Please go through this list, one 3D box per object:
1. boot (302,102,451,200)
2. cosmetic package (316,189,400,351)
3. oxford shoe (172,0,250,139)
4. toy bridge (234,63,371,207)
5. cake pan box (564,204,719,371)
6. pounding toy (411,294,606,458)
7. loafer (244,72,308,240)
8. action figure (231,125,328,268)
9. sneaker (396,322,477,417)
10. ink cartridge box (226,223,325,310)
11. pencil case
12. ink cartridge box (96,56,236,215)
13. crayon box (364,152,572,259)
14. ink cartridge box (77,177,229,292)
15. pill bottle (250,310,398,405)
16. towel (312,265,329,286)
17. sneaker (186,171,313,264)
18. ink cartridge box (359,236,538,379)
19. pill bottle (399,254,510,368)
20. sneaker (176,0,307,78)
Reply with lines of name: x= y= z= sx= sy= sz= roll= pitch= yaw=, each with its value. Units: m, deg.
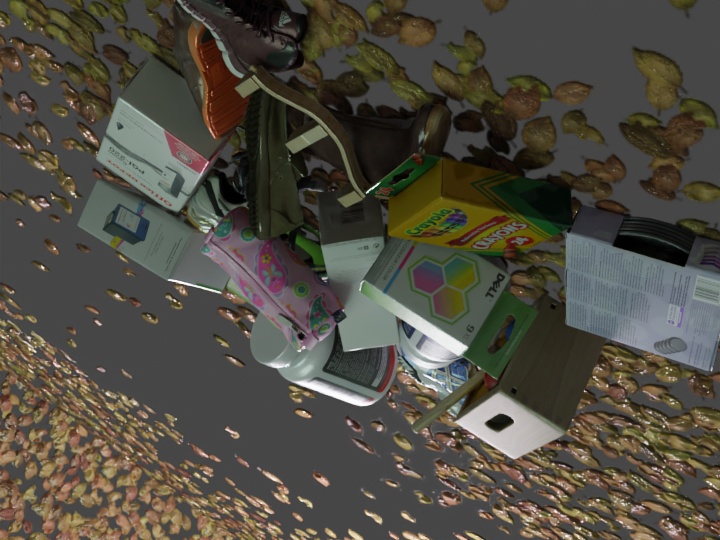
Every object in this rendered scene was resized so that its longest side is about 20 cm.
boot: x=0.010 y=-0.152 z=1.152 sx=0.166 sy=0.073 sz=0.200 roll=27 pitch=155 yaw=4
cosmetic package: x=0.000 y=0.000 z=1.322 sx=0.084 sy=0.108 sz=0.201 roll=-8 pitch=133 yaw=0
oxford shoe: x=-0.183 y=-0.244 z=1.218 sx=0.073 sy=0.071 sz=0.200 roll=40 pitch=153 yaw=26
toy bridge: x=-0.056 y=-0.157 z=1.137 sx=0.067 sy=0.027 sz=0.200 roll=-20 pitch=122 yaw=44
cake pan box: x=0.327 y=0.021 z=1.149 sx=0.183 sy=0.052 sz=0.200 roll=16 pitch=149 yaw=23
pounding toy: x=0.195 y=0.151 z=1.343 sx=0.142 sy=0.184 sz=0.200 roll=32 pitch=152 yaw=-3
loafer: x=-0.100 y=-0.138 z=1.221 sx=0.067 sy=0.201 sz=0.076 roll=-2 pitch=-167 yaw=-21
action figure: x=-0.111 y=-0.099 z=1.334 sx=0.119 sy=0.102 sz=0.201 roll=19 pitch=122 yaw=47
sneaker: x=0.128 y=0.143 z=1.537 sx=0.200 sy=0.076 sz=0.077 roll=41 pitch=125 yaw=-13
ink cartridge box: x=-0.109 y=0.002 z=1.513 sx=0.147 sy=0.076 sz=0.200 roll=32 pitch=153 yaw=-3
pencil case: x=-0.109 y=0.012 z=1.266 sx=0.200 sy=0.087 sz=0.087 roll=46 pitch=153 yaw=7
ink cartridge box: x=-0.267 y=-0.178 z=1.372 sx=0.145 sy=0.085 sz=0.200 roll=35 pitch=154 yaw=-8
crayon box: x=0.117 y=-0.068 z=1.117 sx=0.199 sy=0.051 sz=0.127 roll=10 pitch=160 yaw=-23
ink cartridge box: x=-0.301 y=-0.053 z=1.517 sx=0.200 sy=0.088 sz=0.145 roll=30 pitch=-176 yaw=25
pill bottle: x=-0.051 y=0.114 z=1.433 sx=0.200 sy=0.116 sz=0.116 roll=26 pitch=160 yaw=-40
towel: x=-0.014 y=0.056 z=1.480 sx=0.143 sy=0.023 sz=0.200 roll=-4 pitch=144 yaw=-9
sneaker: x=-0.144 y=-0.063 z=1.413 sx=0.199 sy=0.076 sz=0.088 roll=31 pitch=111 yaw=-8
ink cartridge box: x=0.110 y=0.030 z=1.195 sx=0.200 sy=0.104 sz=0.059 roll=33 pitch=164 yaw=4
pill bottle: x=0.116 y=0.052 z=1.334 sx=0.115 sy=0.116 sz=0.200 roll=29 pitch=152 yaw=3
sneaker: x=-0.118 y=-0.286 z=1.078 sx=0.115 sy=0.076 sz=0.200 roll=6 pitch=154 yaw=30
